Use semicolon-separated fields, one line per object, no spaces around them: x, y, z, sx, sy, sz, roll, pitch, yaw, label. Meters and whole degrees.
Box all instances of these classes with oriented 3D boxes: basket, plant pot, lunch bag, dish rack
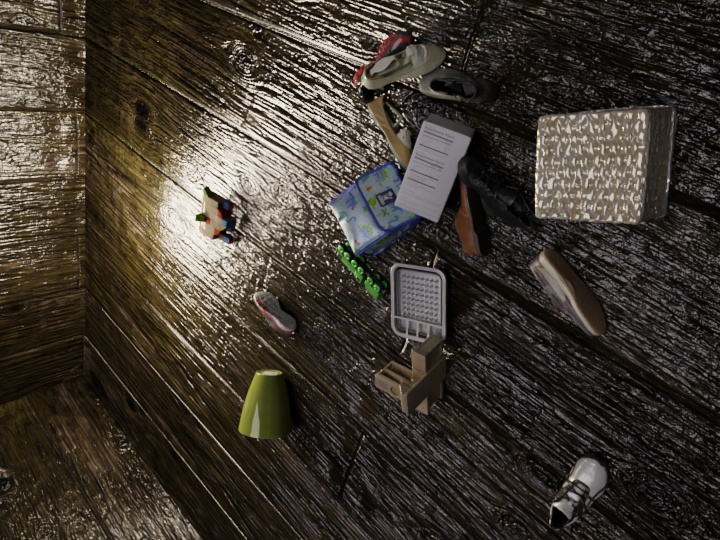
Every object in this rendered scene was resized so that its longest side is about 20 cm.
0.434;-0.191;0.913;0.197;0.160;0.202;10;107;41;basket
-0.324;0.456;1.782;0.186;0.186;0.202;5;90;41;plant pot
0.044;-0.154;1.305;0.199;0.127;0.171;-33;77;26;lunch bag
0.157;0.082;1.316;0.171;0.043;0.202;10;109;41;dish rack

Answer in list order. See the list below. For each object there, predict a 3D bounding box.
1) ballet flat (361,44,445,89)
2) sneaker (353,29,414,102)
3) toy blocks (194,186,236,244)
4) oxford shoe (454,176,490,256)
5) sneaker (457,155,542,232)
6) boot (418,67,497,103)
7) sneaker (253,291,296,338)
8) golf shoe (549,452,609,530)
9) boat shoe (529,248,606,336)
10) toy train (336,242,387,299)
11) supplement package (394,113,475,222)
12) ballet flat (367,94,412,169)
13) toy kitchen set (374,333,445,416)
0.095;-0.462;1.135;0.199;0.069;0.070;-21;87;6;ballet flat
0.058;-0.478;1.212;0.200;0.070;0.099;-33;51;44;sneaker
-0.502;-0.182;1.812;0.136;0.100;0.201;28;121;20;toy blocks
0.243;-0.130;1.163;0.071;0.071;0.202;3;105;46;oxford shoe
0.292;-0.163;1.070;0.200;0.060;0.104;47;168;-28;sneaker
0.185;-0.401;1.094;0.199;0.130;0.068;23;116;35;boot
-0.300;0.157;1.728;0.200;0.077;0.082;45;133;24;sneaker
0.475;0.492;1.113;0.077;0.094;0.201;31;119;33;golf shoe
0.426;0.050;1.053;0.201;0.072;0.065;57;143;11;boat shoe
0.000;0.000;1.438;0.200;0.042;0.057;47;139;22;toy train
0.168;-0.233;1.149;0.109;0.114;0.201;22;120;6;supplement package
0.085;-0.344;1.248;0.063;0.068;0.201;-36;79;27;ballet flat
0.099;0.266;1.305;0.180;0.163;0.201;21;131;36;toy kitchen set
